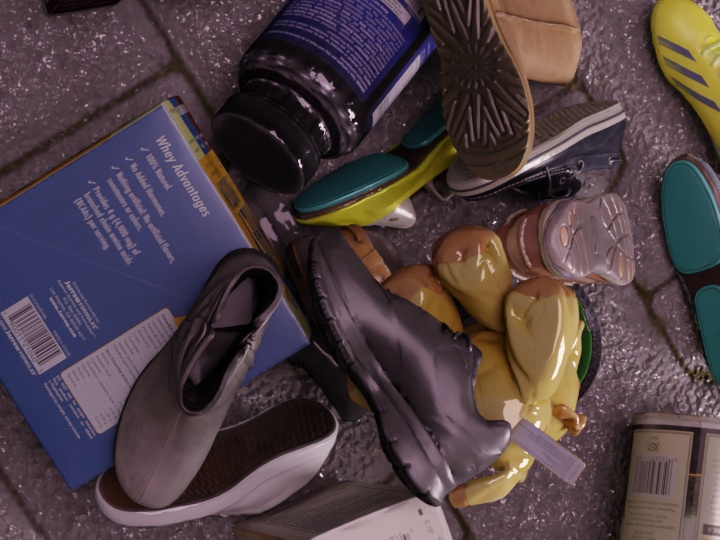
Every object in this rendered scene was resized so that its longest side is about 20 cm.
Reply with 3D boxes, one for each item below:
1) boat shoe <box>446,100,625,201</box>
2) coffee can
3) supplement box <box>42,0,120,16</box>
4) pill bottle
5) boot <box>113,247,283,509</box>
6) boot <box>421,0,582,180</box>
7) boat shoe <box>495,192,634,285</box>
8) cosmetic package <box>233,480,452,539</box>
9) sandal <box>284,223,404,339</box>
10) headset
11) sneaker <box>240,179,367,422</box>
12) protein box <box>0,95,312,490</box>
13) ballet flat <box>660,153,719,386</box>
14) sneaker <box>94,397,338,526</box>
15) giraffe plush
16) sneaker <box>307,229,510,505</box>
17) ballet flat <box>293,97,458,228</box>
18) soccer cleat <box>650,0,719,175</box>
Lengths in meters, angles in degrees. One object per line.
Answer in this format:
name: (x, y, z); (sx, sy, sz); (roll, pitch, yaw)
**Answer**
boat shoe: (0.144, -0.083, 1.635); (0.200, 0.074, 0.063); (-24, 111, -45)
coffee can: (0.275, 0.221, 1.636); (0.146, 0.146, 0.201); (10, 82, -17)
supplement box: (-0.194, -0.259, 1.496); (0.061, 0.200, 0.109); (-12, 89, -18)
pill bottle: (-0.022, -0.157, 1.575); (0.112, 0.112, 0.200); (43, 64, -10)
boot: (-0.112, 0.075, 1.360); (0.068, 0.131, 0.201); (27, 97, -4)
boot: (0.125, -0.157, 1.598); (0.066, 0.200, 0.176); (-13, 87, 25)
boat shoe: (0.161, -0.023, 1.623); (0.072, 0.200, 0.076); (-7, 82, 26)
cosmetic package: (-0.012, 0.206, 1.516); (0.105, 0.200, 0.071); (-20, 93, -17)
sandal: (0.000, 0.000, 1.548); (0.054, 0.200, 0.082); (-31, 85, 22)
headset: (0.098, 0.065, 1.644); (0.199, 0.094, 0.124); (-16, 86, -34)
sneaker: (-0.062, 0.034, 1.589); (0.091, 0.076, 0.200); (-30, 86, -11)
protein box: (-0.167, 0.012, 1.485); (0.200, 0.135, 0.199); (-32, 96, 3)
ballet flat: (0.299, 0.000, 1.713); (0.074, 0.074, 0.201); (-12, 91, -18)
sneaker: (-0.107, 0.163, 1.539); (0.199, 0.085, 0.073); (-14, 50, -32)
giraffe plush: (0.107, 0.078, 1.519); (0.172, 0.162, 0.200); (-39, 76, 12)
sneaker: (0.031, 0.056, 1.416); (0.091, 0.076, 0.200); (-29, 89, -6)
ballet flat: (0.039, -0.074, 1.632); (0.200, 0.067, 0.067); (-36, 118, -19)
soccer cleat: (0.306, -0.141, 1.709); (0.065, 0.084, 0.201); (-28, 94, -18)
